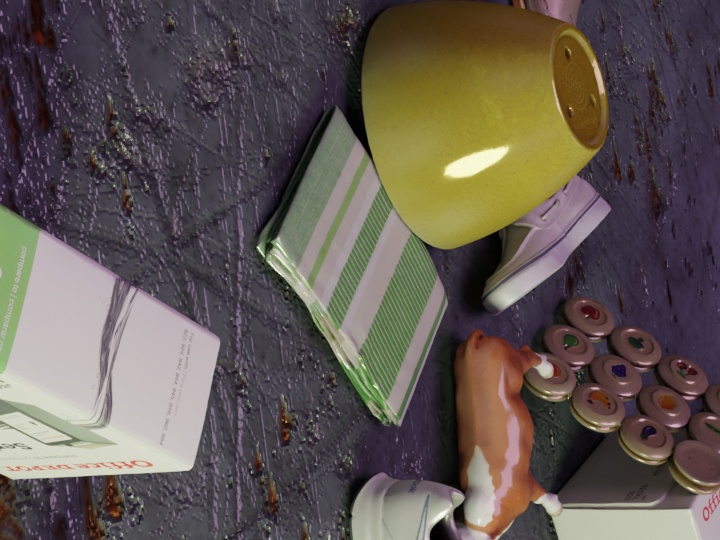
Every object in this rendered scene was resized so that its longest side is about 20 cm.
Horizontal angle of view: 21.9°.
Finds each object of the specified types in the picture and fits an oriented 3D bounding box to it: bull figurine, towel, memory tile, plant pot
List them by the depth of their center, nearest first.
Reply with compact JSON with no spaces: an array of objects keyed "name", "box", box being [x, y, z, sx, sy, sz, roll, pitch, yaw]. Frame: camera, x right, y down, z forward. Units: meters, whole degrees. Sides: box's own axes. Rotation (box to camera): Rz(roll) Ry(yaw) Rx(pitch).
[{"name":"towel","box":[0.000,0.000,1.406,0.200,0.023,0.153,56,42,-32]},{"name":"plant pot","box":[0.112,-0.128,1.467,0.200,0.141,0.202,27,57,-53]},{"name":"bull figurine","box":[0.113,0.150,1.511,0.121,0.065,0.202,14,76,-58]},{"name":"memory tile","box":[0.245,0.105,1.626,0.153,0.199,0.017,-46,164,-49]}]

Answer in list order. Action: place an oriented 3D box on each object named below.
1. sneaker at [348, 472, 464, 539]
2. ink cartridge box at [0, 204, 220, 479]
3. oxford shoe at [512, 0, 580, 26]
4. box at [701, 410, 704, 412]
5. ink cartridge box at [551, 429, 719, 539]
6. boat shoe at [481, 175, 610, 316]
[{"name":"sneaker","box":[0.048,0.250,1.379,0.074,0.087,0.202,-23,105,-56]},{"name":"ink cartridge box","box":[-0.195,0.042,1.002,0.200,0.145,0.085,36,56,-47]},{"name":"oxford shoe","box":[0.180,-0.275,1.668,0.071,0.072,0.202,-2,86,-56]},{"name":"box","box":[0.384,0.251,1.872,0.164,0.086,0.202,-32,111,-52]},{"name":"ink cartridge box","box":[0.283,0.260,1.668,0.147,0.144,0.201,-40,117,-50]},{"name":"boat shoe","box":[0.147,-0.032,1.600,0.070,0.071,0.200,49,44,-1]}]
